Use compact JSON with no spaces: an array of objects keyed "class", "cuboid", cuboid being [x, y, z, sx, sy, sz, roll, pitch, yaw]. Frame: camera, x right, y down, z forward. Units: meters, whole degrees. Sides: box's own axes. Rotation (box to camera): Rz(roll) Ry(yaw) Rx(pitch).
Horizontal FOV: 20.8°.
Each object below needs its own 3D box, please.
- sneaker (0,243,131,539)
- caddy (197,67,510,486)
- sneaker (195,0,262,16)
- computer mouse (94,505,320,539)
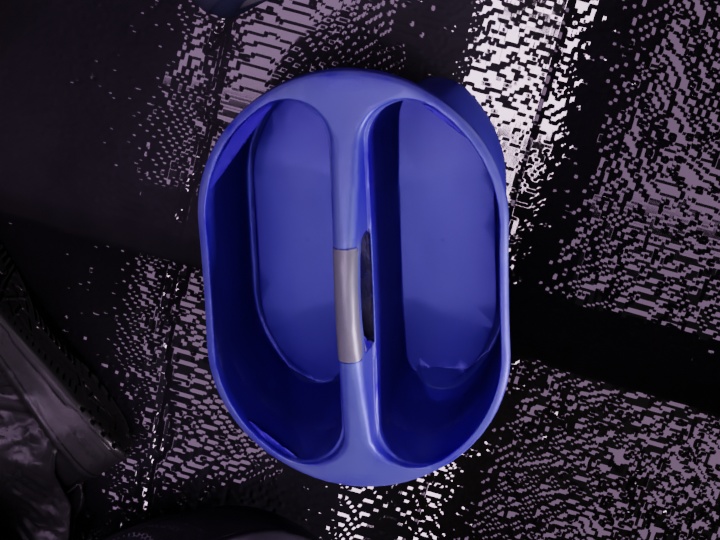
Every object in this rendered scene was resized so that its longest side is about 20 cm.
[{"class":"sneaker","cuboid":[-0.193,0.067,0.985,0.104,0.060,0.200,-32,105,13]},{"class":"caddy","cuboid":[0.000,0.000,0.906,0.141,0.105,0.200,0,109,8]},{"class":"sneaker","cuboid":[0.020,-0.145,0.862,0.200,0.070,0.082,-25,100,18]},{"class":"computer mouse","cuboid":[-0.108,0.159,0.994,0.200,0.053,0.139,-8,124,-4]}]
